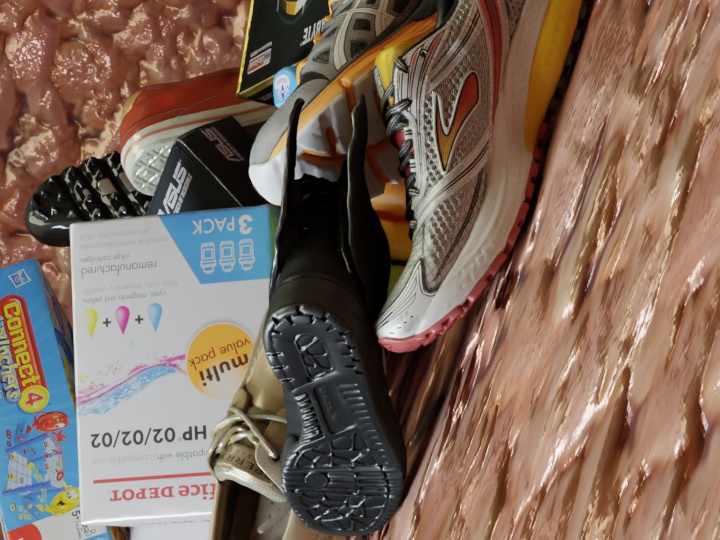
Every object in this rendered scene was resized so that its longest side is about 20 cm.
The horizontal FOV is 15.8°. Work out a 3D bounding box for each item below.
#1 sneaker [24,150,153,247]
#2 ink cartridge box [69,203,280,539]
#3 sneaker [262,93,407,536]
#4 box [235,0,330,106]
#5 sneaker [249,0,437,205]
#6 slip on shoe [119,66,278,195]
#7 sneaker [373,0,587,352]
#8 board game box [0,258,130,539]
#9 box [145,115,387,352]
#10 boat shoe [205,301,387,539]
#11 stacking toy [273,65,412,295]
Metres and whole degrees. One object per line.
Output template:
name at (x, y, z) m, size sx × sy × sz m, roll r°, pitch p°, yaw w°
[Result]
sneaker at (-0.105, -0.028, 1.564) m, size 0.067 × 0.199 × 0.091 m, roll 54°, pitch 147°, yaw 44°
ink cartridge box at (-0.085, 0.073, 1.360) m, size 0.068 × 0.115 × 0.201 m, roll 19°, pitch -113°, yaw -71°
sneaker at (-0.010, 0.025, 1.192) m, size 0.200 × 0.060 × 0.104 m, roll 80°, pitch -167°, yaw -47°
box at (-0.007, -0.178, 1.382) m, size 0.200 × 0.049 × 0.160 m, roll 168°, pitch 114°, yaw -71°
sneaker at (0.012, -0.108, 1.238) m, size 0.200 × 0.077 × 0.078 m, roll -46°, pitch -33°, yaw -21°
slip on shoe at (-0.046, -0.095, 1.512) m, size 0.074 × 0.199 × 0.061 m, roll 94°, pitch 159°, yaw -51°
sneaker at (0.037, -0.059, 1.161) m, size 0.078 × 0.082 × 0.201 m, roll 134°, pitch 153°, yaw -72°
board game box at (-0.167, 0.129, 1.510) m, size 0.200 × 0.056 × 0.196 m, roll 72°, pitch 179°, yaw -55°
box at (-0.068, 0.038, 1.480) m, size 0.043 × 0.160 × 0.200 m, roll -23°, pitch -29°, yaw -39°
boat shoe at (-0.039, 0.091, 1.263) m, size 0.065 × 0.072 × 0.201 m, roll 2°, pitch -80°, yaw -51°
stacking toy at (0.000, 0.000, 1.320) m, size 0.116 × 0.109 × 0.201 m, roll -174°, pitch 91°, yaw -80°
